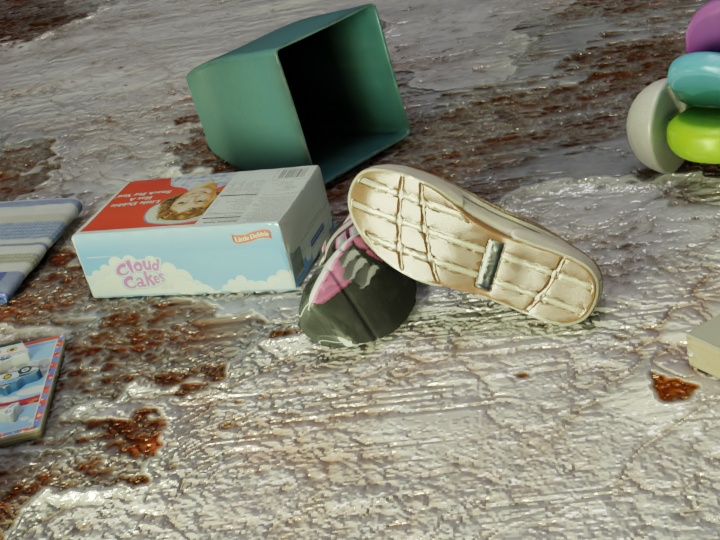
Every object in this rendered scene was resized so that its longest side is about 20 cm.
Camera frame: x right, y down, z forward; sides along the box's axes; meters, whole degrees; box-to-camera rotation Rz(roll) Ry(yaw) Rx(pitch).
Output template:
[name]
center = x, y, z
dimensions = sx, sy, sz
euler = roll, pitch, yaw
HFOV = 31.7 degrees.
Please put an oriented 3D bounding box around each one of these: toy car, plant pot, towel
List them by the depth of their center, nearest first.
[toy car]
center = 0.331, -0.167, 1.083
dimensions = 0.175, 0.151, 0.200
euler = 12, 35, 41
[towel]
center = -0.370, -0.016, 1.244
dimensions = 0.146, 0.024, 0.200
euler = -4, 29, 13
[plant pot]
center = -0.081, -0.180, 1.320
dimensions = 0.199, 0.142, 0.141
euler = 5, 30, 47

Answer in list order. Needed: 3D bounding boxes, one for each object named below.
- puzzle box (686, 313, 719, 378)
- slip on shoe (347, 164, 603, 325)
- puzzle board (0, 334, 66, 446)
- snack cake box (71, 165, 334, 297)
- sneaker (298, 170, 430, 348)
[puzzle box]
center = 0.330, 0.032, 0.827
dimensions = 0.199, 0.026, 0.133
euler = -25, 29, -23
[slip on shoe]
center = 0.086, -0.022, 0.940
dimensions = 0.199, 0.076, 0.061
euler = 21, 19, 11
[puzzle board]
center = -0.337, 0.105, 0.992
dimensions = 0.199, 0.017, 0.151
euler = -12, 26, 0
[snack cake box]
center = -0.137, -0.034, 1.122
dimensions = 0.199, 0.067, 0.115
euler = -3, 29, 20
[sneaker]
center = 0.000, 0.000, 1.009
dimensions = 0.086, 0.081, 0.200
euler = -20, 17, 37
